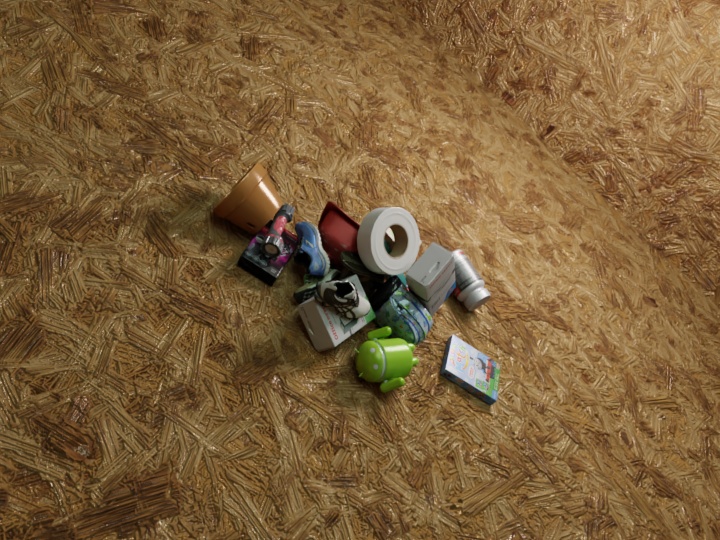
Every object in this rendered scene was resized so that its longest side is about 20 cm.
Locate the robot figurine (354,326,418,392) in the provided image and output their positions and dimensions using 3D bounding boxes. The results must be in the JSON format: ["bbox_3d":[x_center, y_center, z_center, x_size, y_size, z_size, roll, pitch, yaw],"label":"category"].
[{"bbox_3d":[0.070,0.256,1.585,0.197,0.115,0.179,1,66,-33],"label":"robot figurine"}]

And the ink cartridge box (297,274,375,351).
[{"bbox_3d":[-0.067,0.122,1.600,0.199,0.083,0.148,-31,98,-46],"label":"ink cartridge box"}]

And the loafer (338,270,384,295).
[{"bbox_3d":[0.007,0.039,1.759,0.198,0.076,0.070,-13,57,-41],"label":"loafer"}]

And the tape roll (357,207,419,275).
[{"bbox_3d":[0.087,-0.088,1.675,0.200,0.070,0.207,-3,94,-38],"label":"tape roll"}]

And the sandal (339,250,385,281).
[{"bbox_3d":[0.000,0.000,1.700,0.199,0.054,0.082,21,33,-52],"label":"sandal"}]

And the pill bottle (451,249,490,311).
[{"bbox_3d":[0.371,0.037,1.983,0.113,0.114,0.202,-13,62,-41],"label":"pill bottle"}]

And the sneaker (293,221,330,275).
[{"bbox_3d":[-0.162,-0.069,1.665,0.088,0.079,0.202,-6,51,-29],"label":"sneaker"}]

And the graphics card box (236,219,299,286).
[{"bbox_3d":[-0.272,-0.059,1.670,0.124,0.051,0.201,33,43,-6],"label":"graphics card box"}]

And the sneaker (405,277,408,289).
[{"bbox_3d":[0.170,0.057,1.854,0.197,0.080,0.097,6,49,-31],"label":"sneaker"}]

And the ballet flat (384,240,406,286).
[{"bbox_3d":[0.083,-0.019,1.777,0.069,0.069,0.202,-39,105,-47],"label":"ballet flat"}]

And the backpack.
[{"bbox_3d":[0.128,0.139,1.712,0.199,0.163,0.155,35,50,-13],"label":"backpack"}]

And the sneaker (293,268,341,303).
[{"bbox_3d":[-0.147,0.035,1.673,0.088,0.078,0.199,36,35,18],"label":"sneaker"}]

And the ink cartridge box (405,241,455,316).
[{"bbox_3d":[0.221,0.032,1.713,0.084,0.201,0.145,33,70,27],"label":"ink cartridge box"}]

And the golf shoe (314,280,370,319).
[{"bbox_3d":[-0.031,0.080,1.522,0.198,0.094,0.079,21,60,-40],"label":"golf shoe"}]

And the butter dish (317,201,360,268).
[{"bbox_3d":[-0.077,-0.080,1.748,0.199,0.200,0.148,39,63,2],"label":"butter dish"}]

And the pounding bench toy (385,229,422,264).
[{"bbox_3d":[0.118,-0.049,1.856,0.201,0.155,0.124,49,41,-7],"label":"pounding bench toy"}]

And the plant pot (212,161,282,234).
[{"bbox_3d":[-0.328,-0.206,1.670,0.140,0.199,0.202,44,40,-17],"label":"plant pot"}]

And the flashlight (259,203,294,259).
[{"bbox_3d":[-0.242,-0.123,1.659,0.067,0.068,0.202,26,44,-10],"label":"flashlight"}]

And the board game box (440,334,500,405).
[{"bbox_3d":[0.358,0.319,1.790,0.198,0.037,0.152,31,43,-7],"label":"board game box"}]
